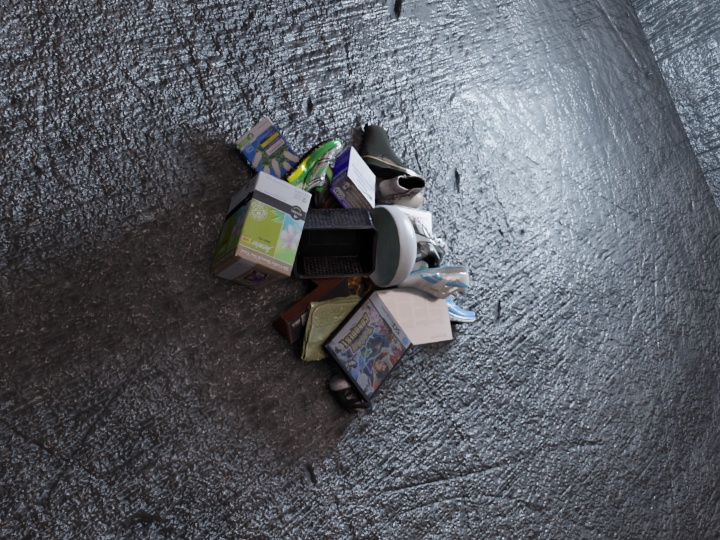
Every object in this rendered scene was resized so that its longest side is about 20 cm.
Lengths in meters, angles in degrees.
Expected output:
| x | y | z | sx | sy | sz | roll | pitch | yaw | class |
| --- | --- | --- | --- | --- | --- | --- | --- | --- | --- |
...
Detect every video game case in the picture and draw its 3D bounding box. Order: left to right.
| x | y | z | sx | sy | sz | roll | pitch | yaw | class |
| --- | --- | --- | --- | --- | --- | --- | --- | --- | --- |
| 0.022 | 0.181 | 1.326 | 0.200 | 0.025 | 0.182 | -47 | 109 | -31 | video game case |

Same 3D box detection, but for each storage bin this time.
| x | y | z | sx | sy | sz | roll | pitch | yaw | class |
| --- | --- | --- | --- | --- | --- | --- | --- | --- | --- |
| -0.064 | -0.066 | 1.304 | 0.195 | 0.094 | 0.137 | -1 | 124 | -9 | storage bin |

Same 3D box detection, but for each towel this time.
| x | y | z | sx | sy | sz | roll | pitch | yaw | class |
| --- | --- | --- | --- | --- | --- | --- | --- | --- | --- |
| -0.065 | 0.138 | 1.312 | 0.198 | 0.036 | 0.152 | -5 | 109 | -53 | towel |

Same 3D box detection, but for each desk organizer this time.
| x | y | z | sx | sy | sz | roll | pitch | yaw | class |
| --- | --- | --- | --- | --- | --- | --- | --- | --- | --- |
| -0.122 | 0.073 | 1.312 | 0.199 | 0.076 | 0.073 | -39 | 145 | -32 | desk organizer |

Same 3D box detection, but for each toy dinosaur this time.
| x | y | z | sx | sy | sz | roll | pitch | yaw | class |
| --- | --- | --- | --- | --- | --- | --- | --- | --- | --- |
| 0.000 | 0.000 | 1.427 | 0.106 | 0.060 | 0.202 | 38 | 62 | -17 | toy dinosaur |

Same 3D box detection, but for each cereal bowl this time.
| x | y | z | sx | sy | sz | roll | pitch | yaw | class |
| --- | --- | --- | --- | --- | --- | --- | --- | --- | --- |
| 0.081 | -0.062 | 1.354 | 0.082 | 0.199 | 0.205 | -5 | 82 | -26 | cereal bowl |

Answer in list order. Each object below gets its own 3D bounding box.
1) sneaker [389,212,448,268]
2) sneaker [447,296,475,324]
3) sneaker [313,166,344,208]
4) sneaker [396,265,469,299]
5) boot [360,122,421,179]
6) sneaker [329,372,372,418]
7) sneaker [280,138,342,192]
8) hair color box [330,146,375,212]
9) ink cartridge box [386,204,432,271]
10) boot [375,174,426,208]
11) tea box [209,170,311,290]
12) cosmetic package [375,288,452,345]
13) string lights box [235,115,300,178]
| x | y | z | sx | sy | sz | roll | pitch | yaw | class |
| --- | --- | --- | --- | --- | --- | --- | --- | --- | --- |
| 0.148 | -0.073 | 1.427 | 0.199 | 0.066 | 0.092 | 36 | 61 | -24 | sneaker |
| 0.248 | 0.101 | 1.548 | 0.197 | 0.078 | 0.091 | 16 | 74 | -28 | sneaker |
| -0.076 | -0.171 | 1.404 | 0.083 | 0.077 | 0.203 | -26 | 74 | 5 | sneaker |
| 0.187 | 0.034 | 1.405 | 0.195 | 0.076 | 0.083 | -5 | 92 | -8 | sneaker |
| 0.092 | -0.330 | 1.549 | 0.197 | 0.077 | 0.141 | 17 | 67 | -29 | boot |
| 0.017 | 0.290 | 1.371 | 0.198 | 0.075 | 0.116 | -21 | 97 | -33 | sneaker |
| -0.108 | -0.237 | 1.295 | 0.085 | 0.078 | 0.201 | 48 | 70 | -21 | sneaker |
| -0.017 | -0.224 | 1.394 | 0.110 | 0.064 | 0.201 | 48 | 21 | -24 | hair color box |
| 0.120 | -0.064 | 1.499 | 0.143 | 0.087 | 0.205 | 7 | 78 | -30 | ink cartridge box |
| 0.132 | -0.217 | 1.502 | 0.197 | 0.146 | 0.072 | -8 | 82 | -33 | boot |
| -0.226 | -0.079 | 1.221 | 0.132 | 0.199 | 0.201 | 21 | 69 | -25 | tea box |
| 0.135 | 0.121 | 1.449 | 0.196 | 0.052 | 0.154 | -6 | 80 | -9 | cosmetic package |
| -0.203 | -0.260 | 1.335 | 0.102 | 0.059 | 0.201 | -38 | 101 | -1 | string lights box |
